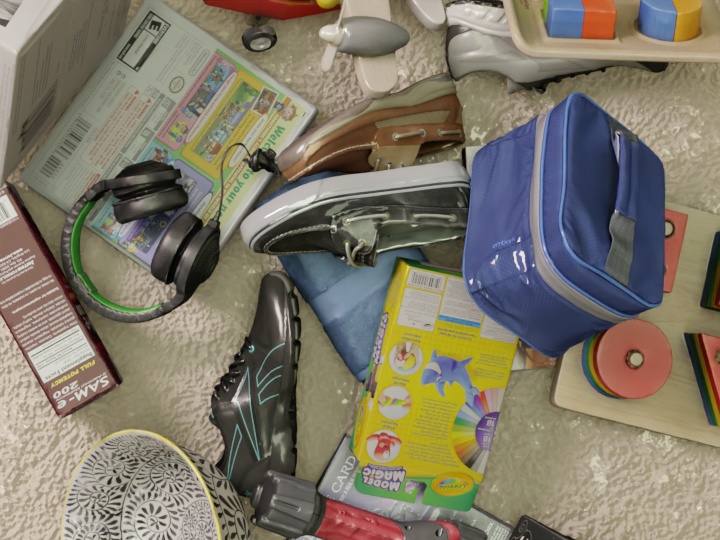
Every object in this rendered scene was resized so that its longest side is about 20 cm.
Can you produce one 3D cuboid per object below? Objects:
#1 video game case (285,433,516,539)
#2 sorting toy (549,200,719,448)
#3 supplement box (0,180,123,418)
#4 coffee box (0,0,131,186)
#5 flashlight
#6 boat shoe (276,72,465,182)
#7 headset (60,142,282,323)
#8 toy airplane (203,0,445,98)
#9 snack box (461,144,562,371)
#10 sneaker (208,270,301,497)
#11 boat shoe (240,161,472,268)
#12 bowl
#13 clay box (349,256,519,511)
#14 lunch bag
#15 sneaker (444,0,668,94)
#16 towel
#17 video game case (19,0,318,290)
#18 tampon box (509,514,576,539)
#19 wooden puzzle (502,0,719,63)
[{"bbox_3d":[0.039,0.253,1.769,0.200,0.019,0.143,30,87,-2],"label":"video game case"},{"bbox_3d":[0.287,0.045,1.755,0.199,0.070,0.199,14,86,-9],"label":"sorting toy"},{"bbox_3d":[-0.275,0.023,1.706,0.061,0.109,0.200,-29,92,-5],"label":"supplement box"},{"bbox_3d":[-0.312,-0.230,1.622,0.197,0.200,0.200,31,58,3],"label":"coffee box"},{"bbox_3d":[0.009,0.223,1.706,0.200,0.068,0.068,21,124,-18],"label":"flashlight"},{"bbox_3d":[0.018,-0.108,1.711,0.200,0.076,0.072,-25,89,-35],"label":"boat shoe"},{"bbox_3d":[-0.158,-0.041,1.707,0.200,0.094,0.124,-35,88,13],"label":"headset"},{"bbox_3d":[-0.012,-0.263,1.714,0.200,0.141,0.199,33,66,11],"label":"toy airplane"},{"bbox_3d":[0.133,-0.012,1.778,0.072,0.024,0.201,-5,89,-6],"label":"snack box"},{"bbox_3d":[-0.090,0.100,1.733,0.079,0.075,0.201,3,91,1],"label":"sneaker"},{"bbox_3d":[0.002,-0.038,1.681,0.199,0.072,0.071,-14,68,-4],"label":"boat shoe"},{"bbox_3d":[-0.154,0.231,1.701,0.094,0.200,0.201,-1,88,-48],"label":"bowl"},{"bbox_3d":[0.063,0.098,1.718,0.115,0.048,0.201,12,100,-15],"label":"clay box"},{"bbox_3d":[0.179,-0.046,1.670,0.136,0.132,0.200,32,47,-32],"label":"lunch bag"},{"bbox_3d":[0.170,-0.190,1.769,0.199,0.074,0.080,7,100,1],"label":"sneaker"},{"bbox_3d":[0.000,0.000,1.757,0.111,0.049,0.200,-33,92,-4],"label":"towel"},{"bbox_3d":[-0.166,-0.109,1.749,0.182,0.022,0.200,35,86,5],"label":"video game case"},{"bbox_3d":[0.168,0.332,1.702,0.126,0.150,0.200,27,88,-15],"label":"tampon box"},{"bbox_3d":[0.218,-0.232,1.716,0.199,0.185,0.046,6,121,-6],"label":"wooden puzzle"}]
